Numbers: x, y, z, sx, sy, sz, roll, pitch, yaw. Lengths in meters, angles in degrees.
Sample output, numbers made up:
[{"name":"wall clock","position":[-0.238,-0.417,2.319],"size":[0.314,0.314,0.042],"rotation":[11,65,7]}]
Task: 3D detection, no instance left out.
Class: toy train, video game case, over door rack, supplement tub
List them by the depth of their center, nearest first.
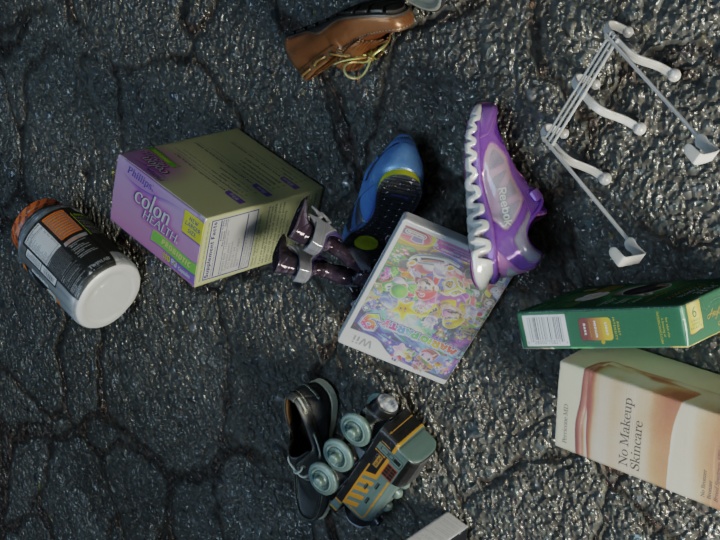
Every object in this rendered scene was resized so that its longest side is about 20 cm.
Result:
[{"name":"over door rack","position":[0.263,-0.122,1.297],"size":[0.149,0.066,0.201],"rotation":[-61,39,38]},{"name":"video game case","position":[0.074,0.035,1.526],"size":[0.142,0.018,0.201],"rotation":[22,128,-9]},{"name":"toy train","position":[0.013,0.242,1.676],"size":[0.114,0.085,0.201],"rotation":[43,130,15]},{"name":"supplement tub","position":[-0.434,-0.016,2.018],"size":[0.200,0.122,0.124],"rotation":[41,128,30]}]

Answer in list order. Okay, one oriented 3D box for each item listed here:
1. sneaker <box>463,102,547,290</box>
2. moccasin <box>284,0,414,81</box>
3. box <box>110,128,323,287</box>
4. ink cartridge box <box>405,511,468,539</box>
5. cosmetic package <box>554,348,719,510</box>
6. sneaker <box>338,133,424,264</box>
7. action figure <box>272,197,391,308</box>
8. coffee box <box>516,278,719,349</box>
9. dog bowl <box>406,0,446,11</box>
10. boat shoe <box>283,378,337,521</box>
[{"name":"sneaker","position":[0.155,-0.082,1.434],"size":[0.087,0.081,0.203],"rotation":[-5,80,6]},{"name":"moccasin","position":[-0.011,-0.262,1.544],"size":[0.200,0.073,0.079],"rotation":[-12,103,44]},{"name":"box","position":[-0.181,-0.084,1.680],"size":[0.175,0.199,0.098],"rotation":[35,125,32]},{"name":"ink cartridge box","position":[0.047,0.417,1.606],"size":[0.043,0.199,0.201],"rotation":[25,120,35]},{"name":"cosmetic package","position":[0.301,0.151,1.343],"size":[0.199,0.087,0.105],"rotation":[16,115,42]},{"name":"sneaker","position":[0.025,-0.081,1.583],"size":[0.201,0.065,0.079],"rotation":[120,157,-50]},{"name":"action figure","position":[0.000,0.000,1.567],"size":[0.198,0.070,0.130],"rotation":[27,130,-14]},{"name":"coffee box","position":[0.267,0.044,1.320],"size":[0.198,0.122,0.045],"rotation":[-5,98,45]},{"name":"dog bowl","position":[0.040,-0.370,1.389],"size":[0.200,0.074,0.200],"rotation":[46,173,7]},{"name":"boat shoe","position":[-0.074,0.244,1.774],"size":[0.071,0.067,0.203],"rotation":[19,117,38]}]
